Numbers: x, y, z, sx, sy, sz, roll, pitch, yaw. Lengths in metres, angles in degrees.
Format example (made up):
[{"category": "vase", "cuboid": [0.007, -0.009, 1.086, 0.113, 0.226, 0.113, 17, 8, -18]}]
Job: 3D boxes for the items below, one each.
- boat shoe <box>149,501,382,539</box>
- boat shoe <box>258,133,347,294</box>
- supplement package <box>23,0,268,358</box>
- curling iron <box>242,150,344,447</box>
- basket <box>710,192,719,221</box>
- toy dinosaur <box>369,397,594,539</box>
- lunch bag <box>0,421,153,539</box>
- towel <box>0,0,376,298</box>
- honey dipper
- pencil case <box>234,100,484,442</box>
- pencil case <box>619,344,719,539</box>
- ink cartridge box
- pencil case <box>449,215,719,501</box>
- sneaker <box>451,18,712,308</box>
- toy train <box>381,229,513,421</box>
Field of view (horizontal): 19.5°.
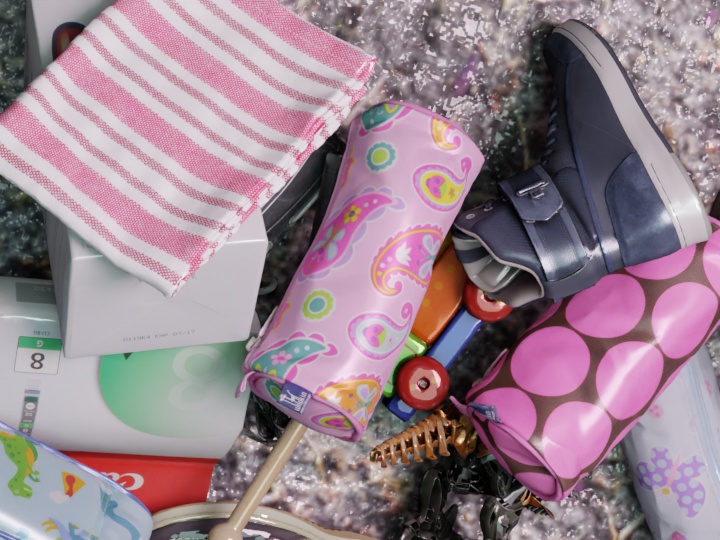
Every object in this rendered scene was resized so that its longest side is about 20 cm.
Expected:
[{"category": "boat shoe", "cuboid": [-0.049, 0.201, 1.356, 0.199, 0.065, 0.072, 15, 140, -21]}, {"category": "boat shoe", "cuboid": [-0.086, -0.017, 1.311, 0.068, 0.074, 0.200, 36, 96, -38]}, {"category": "supplement package", "cuboid": [-0.130, -0.066, 1.214, 0.113, 0.110, 0.201, -6, 59, -14]}, {"category": "curling iron", "cuboid": [-0.037, 0.022, 1.299, 0.049, 0.026, 0.201, 10, 110, -19]}, {"category": "basket", "cuboid": [0.314, -0.010, 1.351, 0.180, 0.200, 0.137, -27, 106, -9]}, {"category": "toy dinosaur", "cuboid": [0.080, 0.126, 1.367, 0.199, 0.102, 0.137, 12, 97, -23]}, {"category": "lunch bag", "cuboid": [-0.238, 0.161, 1.266, 0.199, 0.161, 0.083, 31, 48, -19]}, {"category": "towel", "cuboid": [-0.101, -0.091, 1.151, 0.146, 0.030, 0.200, 34, 58, 11]}, {"category": "honey dipper", "cuboid": [-0.034, 0.092, 1.291, 0.038, 0.038, 0.201, 32, 88, -18]}, {"category": "pencil case", "cuboid": [0.000, 0.000, 1.234, 0.087, 0.087, 0.201, 30, 74, -18]}, {"category": "pencil case", "cuboid": [0.213, 0.113, 1.407, 0.083, 0.091, 0.201, -25, 105, -9]}, {"category": "ink cartridge box", "cuboid": [-0.157, 0.101, 1.289, 0.160, 0.050, 0.201, 4, 121, -15]}, {"category": "pencil case", "cuboid": [0.152, 0.043, 1.301, 0.200, 0.094, 0.091, -44, 145, -14]}, {"category": "sneaker", "cuboid": [0.113, -0.065, 1.305, 0.146, 0.203, 0.077, -26, 135, 4]}, {"category": "toy train", "cuboid": [0.049, -0.013, 1.349, 0.116, 0.085, 0.200, 38, 89, -5]}]
